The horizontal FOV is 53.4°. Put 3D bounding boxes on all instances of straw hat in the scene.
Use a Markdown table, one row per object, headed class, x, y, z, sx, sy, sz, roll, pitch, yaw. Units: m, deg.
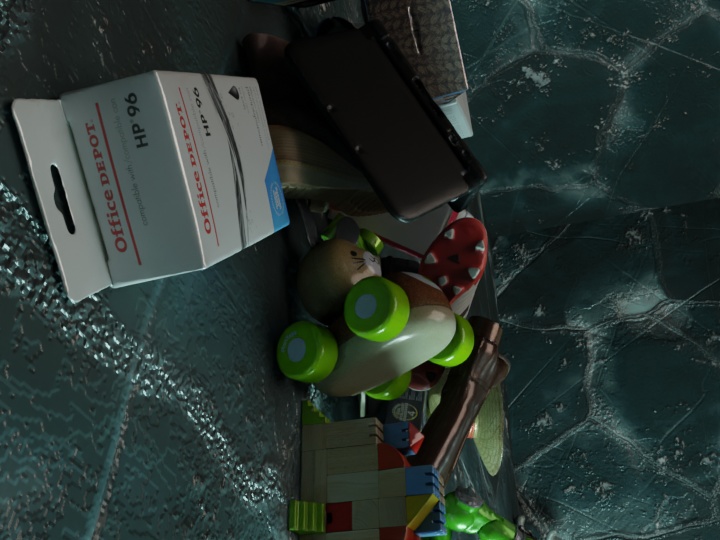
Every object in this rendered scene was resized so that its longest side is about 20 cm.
| class | x | y | z | sx | sy | sz | roll | pitch | yaw |
| --- | --- | --- | --- | --- | --- | --- | --- | --- | --- |
| straw hat | 0.132 | 0.178 | 0.981 | 0.201 | 0.085 | 0.202 | 179 | -90 | -87 |

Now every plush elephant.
| class | x | y | z | sx | sy | sz | roll | pitch | yaw |
| --- | --- | --- | --- | --- | --- | --- | --- | --- | --- |
| plush elephant | 0.593 | 0.915 | 2.354 | 0.165 | 0.154 | 0.201 | 22 | 59 | -73 |

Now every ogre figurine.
| class | x | y | z | sx | sy | sz | roll | pitch | yaw |
| --- | --- | --- | --- | --- | --- | --- | --- | --- | --- |
| ogre figurine | 0.083 | 0.301 | 0.760 | 0.120 | 0.199 | 0.098 | 62 | 31 | -9 |

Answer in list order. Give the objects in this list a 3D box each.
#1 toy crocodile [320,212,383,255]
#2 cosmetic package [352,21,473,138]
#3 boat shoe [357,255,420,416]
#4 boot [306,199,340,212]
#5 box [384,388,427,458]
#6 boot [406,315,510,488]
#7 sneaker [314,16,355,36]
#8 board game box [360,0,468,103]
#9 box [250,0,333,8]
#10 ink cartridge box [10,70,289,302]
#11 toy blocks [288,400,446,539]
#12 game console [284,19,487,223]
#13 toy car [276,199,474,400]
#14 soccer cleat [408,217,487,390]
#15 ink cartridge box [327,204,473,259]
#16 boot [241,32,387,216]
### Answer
| class | x | y | z | sx | sy | sz | roll | pitch | yaw |
| --- | --- | --- | --- | --- | --- | --- | --- | --- | --- |
| toy crocodile | 0.000 | 0.000 | 0.886 | 0.068 | 0.062 | 0.200 | -56 | 144 | -15 |
| cosmetic package | 0.081 | -0.305 | 1.175 | 0.200 | 0.166 | 0.167 | 17 | 64 | -75 |
| boat shoe | 0.030 | 0.082 | 0.842 | 0.074 | 0.063 | 0.203 | -107 | -156 | -73 |
| boot | -0.008 | -0.156 | 0.832 | 0.075 | 0.107 | 0.201 | 107 | -18 | -66 |
| box | 0.056 | 0.216 | 0.901 | 0.200 | 0.049 | 0.162 | -74 | 169 | -57 |
| boot | 0.104 | 0.170 | 0.795 | 0.201 | 0.064 | 0.187 | -66 | 157 | -20 |
| sneaker | -0.001 | -0.224 | 0.912 | 0.083 | 0.070 | 0.201 | 40 | -29 | 63 |
| board game box | 0.062 | -0.289 | 0.915 | 0.200 | 0.096 | 0.160 | -85 | 162 | -81 |
| box | -0.063 | -0.336 | 0.816 | 0.200 | 0.082 | 0.049 | -56 | 136 | -69 |
| ink cartridge box | -0.117 | -0.062 | 0.459 | 0.200 | 0.067 | 0.117 | -47 | 126 | -71 |
| toy blocks | 0.017 | 0.214 | 0.653 | 0.100 | 0.136 | 0.201 | 58 | 26 | -55 |
| game console | 0.023 | -0.136 | 0.724 | 0.201 | 0.116 | 0.176 | 57 | -7 | 7 |
| toy car | -0.003 | 0.011 | 0.723 | 0.164 | 0.157 | 0.201 | 25 | 38 | -52 |
| soccer cleat | 0.091 | 0.037 | 0.804 | 0.085 | 0.068 | 0.201 | 6 | 101 | -81 |
| ink cartridge box | 0.061 | -0.071 | 0.958 | 0.085 | 0.144 | 0.200 | -66 | 166 | 5 |
| boot | -0.026 | -0.147 | 0.728 | 0.199 | 0.072 | 0.167 | 5 | 69 | -41 |
